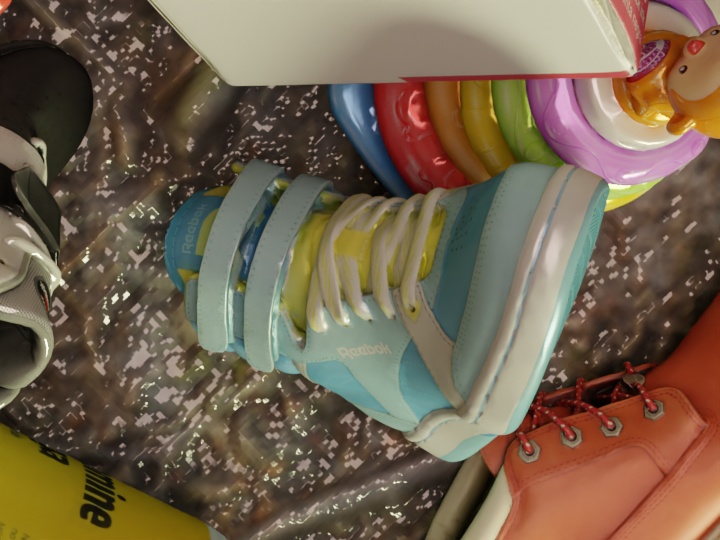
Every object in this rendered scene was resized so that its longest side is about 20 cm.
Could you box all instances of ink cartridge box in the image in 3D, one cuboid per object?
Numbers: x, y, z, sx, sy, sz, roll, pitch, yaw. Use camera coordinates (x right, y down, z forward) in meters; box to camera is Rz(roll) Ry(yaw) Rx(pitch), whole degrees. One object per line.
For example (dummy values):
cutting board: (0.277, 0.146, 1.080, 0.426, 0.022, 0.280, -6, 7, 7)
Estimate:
ink cartridge box: (0.023, -0.164, 0.680, 0.145, 0.083, 0.202, 1, 66, 26)

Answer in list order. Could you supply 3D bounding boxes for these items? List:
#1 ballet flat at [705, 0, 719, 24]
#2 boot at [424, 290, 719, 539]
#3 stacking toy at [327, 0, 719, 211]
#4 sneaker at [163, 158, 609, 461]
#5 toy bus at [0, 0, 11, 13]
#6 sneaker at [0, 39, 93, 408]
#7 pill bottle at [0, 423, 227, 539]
ballet flat: (0.125, -0.128, 0.793, 0.074, 0.074, 0.202, -16, 96, -9)
boot: (0.099, 0.062, 0.814, 0.107, 0.075, 0.201, 31, 93, -10)
stacking toy: (0.078, -0.061, 0.718, 0.116, 0.200, 0.110, -43, 106, -11)
sneaker: (0.000, 0.000, 0.723, 0.130, 0.200, 0.080, 24, 69, -2)
toy bus: (-0.199, -0.128, 0.653, 0.192, 0.200, 0.136, 29, 94, -51)
sneaker: (-0.123, 0.002, 0.704, 0.088, 0.200, 0.075, 16, 135, 19)
pill bottle: (-0.111, 0.120, 0.756, 0.199, 0.112, 0.113, 28, 93, -15)
